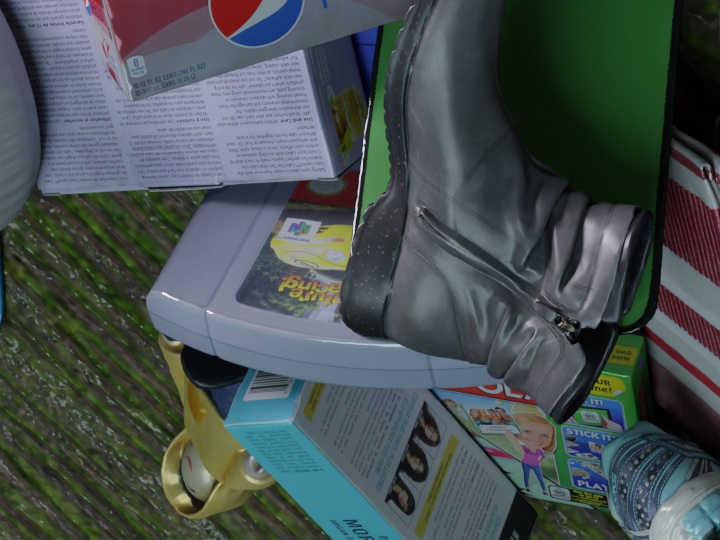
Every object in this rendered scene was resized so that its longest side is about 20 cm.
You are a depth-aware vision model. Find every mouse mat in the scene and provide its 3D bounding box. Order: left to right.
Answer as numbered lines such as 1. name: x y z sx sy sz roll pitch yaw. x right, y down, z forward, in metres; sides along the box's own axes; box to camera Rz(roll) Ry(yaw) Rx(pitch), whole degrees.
1. mouse mat: 0.073 -0.065 1.253 0.160 0.201 0.008 -1 164 27

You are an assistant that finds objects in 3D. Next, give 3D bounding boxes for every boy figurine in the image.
1. boy figurine: -0.083 0.073 1.479 0.125 0.064 0.200 57 160 23

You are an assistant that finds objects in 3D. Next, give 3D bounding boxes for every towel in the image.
1. towel: 0.162 0.006 1.302 0.144 0.023 0.201 43 155 56

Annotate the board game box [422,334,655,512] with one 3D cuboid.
1. board game box: 0.060 0.070 1.427 0.199 0.029 0.135 9 145 19

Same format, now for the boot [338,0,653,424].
1. boot: 0.075 -0.043 1.186 0.131 0.070 0.201 20 112 23

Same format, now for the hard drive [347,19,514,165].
1. hard drive: 0.034 -0.052 1.371 0.131 0.025 0.201 7 127 21

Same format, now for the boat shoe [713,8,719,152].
1. boat shoe: 0.203 -0.061 1.250 0.072 0.071 0.201 5 127 22

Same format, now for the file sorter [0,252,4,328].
1. file sorter: -0.317 0.005 1.513 0.199 0.139 0.123 16 134 14

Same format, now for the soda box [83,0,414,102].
1. soda box: -0.028 -0.143 1.226 0.199 0.070 0.064 -19 113 -11

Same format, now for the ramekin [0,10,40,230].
1. ramekin: -0.252 -0.090 1.382 0.200 0.105 0.201 40 144 39

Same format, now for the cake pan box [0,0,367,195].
1. cake pan box: -0.104 -0.132 1.335 0.199 0.052 0.185 -3 112 31

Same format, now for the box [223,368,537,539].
1. box: 0.014 0.107 1.406 0.049 0.083 0.200 -6 137 39

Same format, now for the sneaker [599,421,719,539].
1. sneaker: 0.170 0.121 1.376 0.086 0.078 0.200 48 177 19

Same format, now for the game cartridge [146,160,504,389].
1. game cartridge: 0.000 0.000 1.319 0.199 0.134 0.041 7 138 21
